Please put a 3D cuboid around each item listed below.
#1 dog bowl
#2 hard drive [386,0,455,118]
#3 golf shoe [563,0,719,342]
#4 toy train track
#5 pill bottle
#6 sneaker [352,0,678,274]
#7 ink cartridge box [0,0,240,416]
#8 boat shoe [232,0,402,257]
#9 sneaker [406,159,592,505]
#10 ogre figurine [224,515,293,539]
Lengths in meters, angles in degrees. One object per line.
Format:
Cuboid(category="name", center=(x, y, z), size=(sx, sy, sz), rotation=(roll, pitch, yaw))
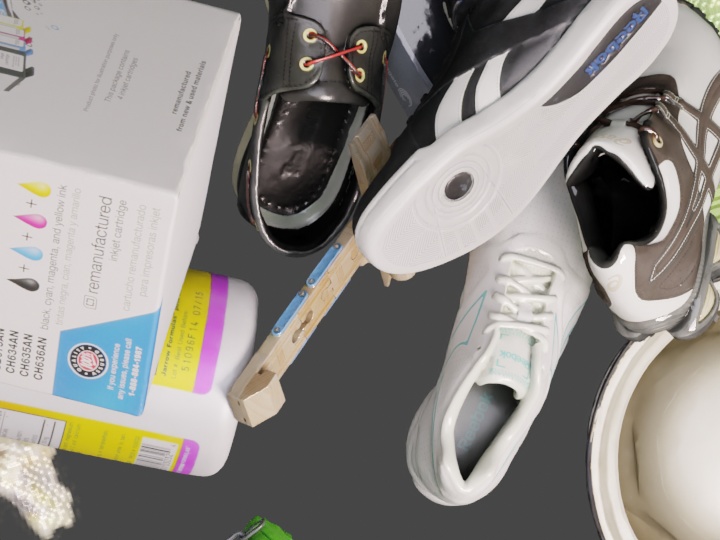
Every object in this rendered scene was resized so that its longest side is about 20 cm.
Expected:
Cuboid(category="dog bowl", center=(0.210, 0.096, 1.454), size=(0.200, 0.074, 0.200), rotation=(0, 93, -8))
Cuboid(category="hard drive", center=(0.046, -0.193, 1.438), size=(0.135, 0.042, 0.200), rotation=(-22, 95, -5))
Cuboid(category="golf shoe", center=(0.149, -0.066, 1.399), size=(0.078, 0.094, 0.200), rotation=(-15, 58, 27))
Cuboid(category="toy train track", center=(0.000, 0.000, 1.388), size=(0.033, 0.115, 0.200), rotation=(21, 59, 26))
Cuboid(category="pill bottle", center=(-0.158, 0.036, 1.391), size=(0.200, 0.104, 0.104), rotation=(12, 91, -8))
Cuboid(category="sneaker", center=(0.056, -0.093, 1.375), size=(0.200, 0.112, 0.073), rotation=(-42, 139, -3))
Cuboid(category="ink cartridge box", center=(-0.176, -0.050, 1.288), size=(0.200, 0.145, 0.147), rotation=(14, 132, 0))
Cuboid(category="boat shoe", center=(-0.016, -0.103, 1.386), size=(0.074, 0.063, 0.202), rotation=(6, 115, -20))
Cuboid(category="sneaker", center=(0.082, 0.031, 1.434), size=(0.070, 0.080, 0.200), rotation=(17, 89, -6))
Cuboid(category="ogre figurine", center=(-0.043, 0.237, 1.405), size=(0.120, 0.098, 0.200), rotation=(-38, 79, 9))
